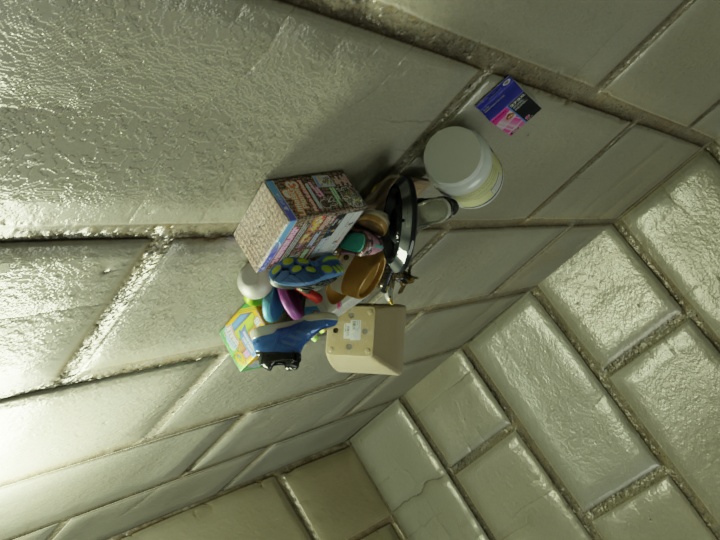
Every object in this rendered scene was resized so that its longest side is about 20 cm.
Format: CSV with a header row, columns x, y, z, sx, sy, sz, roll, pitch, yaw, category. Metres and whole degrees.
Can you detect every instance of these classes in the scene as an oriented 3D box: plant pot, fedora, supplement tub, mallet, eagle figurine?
x,y,z,sx,sy,sz,roll,pitch,yaw,category
0.001,0.177,2.013,0.200,0.200,0.177,0,168,20,plant pot
0.000,0.000,1.679,0.201,0.082,0.201,-50,156,-32,fedora
0.223,-0.222,1.585,0.145,0.145,0.200,-38,161,12,supplement tub
0.087,-0.037,1.854,0.066,0.041,0.200,16,98,-58,mallet
0.049,0.028,1.949,0.200,0.151,0.152,-2,119,-23,eagle figurine

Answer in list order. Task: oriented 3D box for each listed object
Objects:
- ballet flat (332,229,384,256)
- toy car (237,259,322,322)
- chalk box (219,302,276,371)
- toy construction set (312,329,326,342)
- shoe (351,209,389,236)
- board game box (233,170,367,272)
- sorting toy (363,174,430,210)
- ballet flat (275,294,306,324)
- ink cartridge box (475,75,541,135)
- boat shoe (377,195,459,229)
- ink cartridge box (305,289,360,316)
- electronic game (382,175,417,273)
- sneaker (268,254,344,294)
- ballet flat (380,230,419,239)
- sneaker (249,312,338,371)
x,y,z,sx,sy,sz,roll,pitch,yaw,category
-0.025,-0.060,1.535,0.071,0.200,0.069,17,87,-40,ballet flat
-0.155,0.034,1.590,0.200,0.150,0.175,-35,161,4,toy car
-0.250,0.163,1.794,0.125,0.124,0.200,-7,148,-51,chalk box
-0.180,0.183,2.004,0.200,0.092,0.131,-26,-174,3,toy construction set
0.021,-0.104,1.512,0.053,0.070,0.200,-65,-172,-7,shoe
-0.116,-0.097,1.417,0.200,0.097,0.159,-15,154,-43,board game box
0.055,-0.156,1.655,0.200,0.037,0.185,-39,161,30,sorting toy
-0.162,0.097,1.714,0.067,0.200,0.046,14,148,-12,ballet flat
0.326,-0.356,1.596,0.095,0.037,0.200,-41,158,21,ink cartridge box
0.120,-0.123,1.592,0.200,0.074,0.060,-14,-179,38,boat shoe
-0.060,0.043,1.819,0.200,0.115,0.068,-35,161,4,ink cartridge box
0.082,-0.094,1.497,0.042,0.200,0.200,3,151,-11,electronic game
-0.108,0.017,1.447,0.083,0.071,0.199,-49,159,26,sneaker
0.091,-0.085,1.739,0.071,0.069,0.200,-41,177,-35,ballet flat
-0.136,0.163,1.620,0.200,0.111,0.077,-12,165,-18,sneaker
